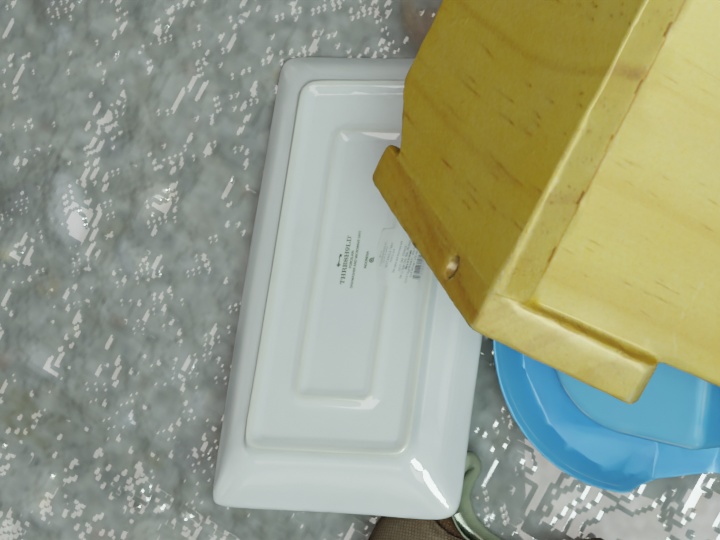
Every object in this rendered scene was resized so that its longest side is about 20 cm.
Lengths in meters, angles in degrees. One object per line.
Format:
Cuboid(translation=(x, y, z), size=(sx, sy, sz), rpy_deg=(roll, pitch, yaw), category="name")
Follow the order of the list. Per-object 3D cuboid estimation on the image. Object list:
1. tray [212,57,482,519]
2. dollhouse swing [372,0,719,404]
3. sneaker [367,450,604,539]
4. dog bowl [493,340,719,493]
Cuboid(translation=(0.000, 0.000, 1.013), size=(0.107, 0.022, 0.201), rpy_deg=(2, 69, 18), category="tray")
Cuboid(translation=(0.141, -0.061, 0.890), size=(0.201, 0.175, 0.182), rpy_deg=(-64, 26, 18), category="dollhouse swing")
Cuboid(translation=(0.087, 0.146, 0.962), size=(0.200, 0.070, 0.076), rpy_deg=(34, 93, 19), category="sneaker")
Cuboid(translation=(0.150, 0.035, 0.947), size=(0.199, 0.050, 0.112), rpy_deg=(12, 106, 28), category="dog bowl")
